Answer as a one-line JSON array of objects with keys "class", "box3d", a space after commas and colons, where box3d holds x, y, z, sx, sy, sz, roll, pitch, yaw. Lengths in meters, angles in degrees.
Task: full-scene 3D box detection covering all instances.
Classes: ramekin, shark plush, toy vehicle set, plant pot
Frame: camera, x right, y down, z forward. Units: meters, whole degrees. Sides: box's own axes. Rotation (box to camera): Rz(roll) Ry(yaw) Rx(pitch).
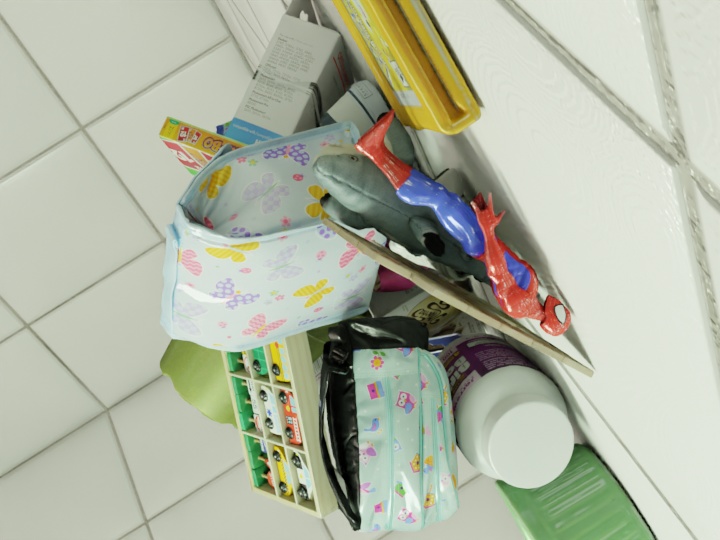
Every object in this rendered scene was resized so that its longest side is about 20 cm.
[{"class": "ramekin", "box3d": [0.225, 0.270, 1.140, 0.201, 0.097, 0.200, 59, 178, 3]}, {"class": "shark plush", "box3d": [0.044, -0.026, 0.876, 0.200, 0.091, 0.083, 47, -170, -11]}, {"class": "toy vehicle set", "box3d": [-0.085, 0.137, 1.159, 0.124, 0.026, 0.202, 5, 110, 51]}, {"class": "plant pot", "box3d": [-0.119, 0.066, 1.281, 0.199, 0.191, 0.200, 37, -174, -5]}]

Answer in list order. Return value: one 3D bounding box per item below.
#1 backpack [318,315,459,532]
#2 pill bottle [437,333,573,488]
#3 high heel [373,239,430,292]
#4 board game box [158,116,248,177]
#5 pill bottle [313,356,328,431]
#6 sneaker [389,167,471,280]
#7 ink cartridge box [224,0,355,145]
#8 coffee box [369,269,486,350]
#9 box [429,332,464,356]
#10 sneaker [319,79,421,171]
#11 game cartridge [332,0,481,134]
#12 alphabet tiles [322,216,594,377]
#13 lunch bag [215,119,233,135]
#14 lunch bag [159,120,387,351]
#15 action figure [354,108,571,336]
[{"class": "backpack", "box3d": [0.026, 0.148, 1.103, 0.167, 0.125, 0.203, 63, -159, -83]}, {"class": "pill bottle", "box3d": [0.138, 0.138, 1.139, 0.113, 0.112, 0.200, 59, 177, -14]}, {"class": "high heel", "box3d": [0.000, 0.000, 1.186, 0.199, 0.095, 0.068, 0, 110, 51]}, {"class": "board game box", "box3d": [-0.123, -0.088, 1.150, 0.095, 0.030, 0.200, 21, 170, 17]}, {"class": "pill bottle", "box3d": [-0.037, 0.090, 1.430, 0.113, 0.111, 0.201, 61, -175, -49]}, {"class": "sneaker", "box3d": [0.074, -0.024, 1.011, 0.081, 0.075, 0.200, 49, 177, 7]}, {"class": "ink cartridge box", "box3d": [-0.064, -0.178, 1.192, 0.067, 0.202, 0.116, 21, 168, 13]}, {"class": "coffee box", "box3d": [0.070, 0.038, 1.352, 0.080, 0.112, 0.200, 58, 177, 29]}, {"class": "box", "box3d": [0.134, 0.143, 1.304, 0.121, 0.032, 0.201, -14, 120, 50]}, {"class": "sneaker", "box3d": [0.019, -0.098, 1.164, 0.201, 0.070, 0.073, 58, 178, -35]}, {"class": "game cartridge", "box3d": [0.010, -0.177, 0.800, 0.177, 0.032, 0.200, 59, 177, -10]}, {"class": "alphabet tiles", "box3d": [0.067, 0.015, 0.895, 0.199, 0.008, 0.167, 28, -175, -30]}, {"class": "lunch bag", "box3d": [-0.059, -0.104, 1.384, 0.128, 0.168, 0.201, -92, -22, -50]}, {"class": "lunch bag", "box3d": [-0.084, -0.027, 1.032, 0.128, 0.198, 0.170, 56, 152, 30]}, {"class": "action figure", "box3d": [0.079, -0.029, 0.820, 0.200, 0.052, 0.065, 49, -174, -7]}]
